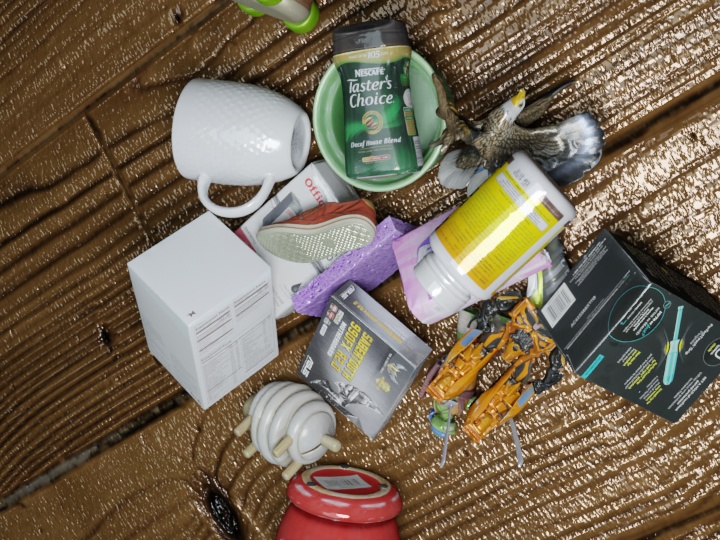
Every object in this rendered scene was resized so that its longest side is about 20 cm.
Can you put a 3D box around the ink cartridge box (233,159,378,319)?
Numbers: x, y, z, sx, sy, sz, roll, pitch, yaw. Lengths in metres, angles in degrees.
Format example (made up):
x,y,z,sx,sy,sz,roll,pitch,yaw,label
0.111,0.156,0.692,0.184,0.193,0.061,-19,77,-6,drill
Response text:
x,y,z,sx,sy,sz,roll,pitch,yaw,label
-0.085,-0.046,1.535,0.199,0.085,0.147,-39,84,20,ink cartridge box

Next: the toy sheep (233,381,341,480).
x,y,z,sx,sy,sz,roll,pitch,yaw,label
-0.104,0.236,1.554,0.198,0.137,0.141,22,107,37,toy sheep

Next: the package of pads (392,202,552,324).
x,y,z,sx,sy,sz,roll,pitch,yaw,label
0.147,-0.023,1.379,0.198,0.075,0.122,-28,59,22,package of pads

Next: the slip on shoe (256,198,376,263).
x,y,z,sx,sy,sz,roll,pitch,yaw,label
-0.060,-0.058,1.451,0.197,0.062,0.074,-11,134,32,slip on shoe

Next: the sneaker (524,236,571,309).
x,y,z,sx,sy,sz,roll,pitch,yaw,label
0.269,0.004,1.421,0.079,0.074,0.204,5,106,10,sneaker

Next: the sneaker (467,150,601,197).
x,y,z,sx,sy,sz,roll,pitch,yaw,label
0.231,-0.136,1.400,0.197,0.073,0.073,-24,111,22,sneaker

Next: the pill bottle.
x,y,z,sx,sy,sz,roll,pitch,yaw,label
0.160,-0.042,1.266,0.200,0.109,0.110,-44,82,13,pill bottle

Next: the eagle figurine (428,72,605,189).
x,y,z,sx,sy,sz,roll,pitch,yaw,label
0.198,-0.182,1.335,0.196,0.150,0.155,2,88,-21,eagle figurine

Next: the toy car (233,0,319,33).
x,y,z,sx,sy,sz,roll,pitch,yaw,label
-0.115,-0.465,1.452,0.155,0.164,0.204,22,93,16,toy car

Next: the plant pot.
x,y,z,sx,sy,sz,roll,pitch,yaw,label
-0.031,0.399,1.522,0.197,0.200,0.187,11,99,19,plant pot

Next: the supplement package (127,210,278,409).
x,y,z,sx,sy,sz,roll,pitch,yaw,label
-0.224,0.059,1.504,0.151,0.150,0.202,39,150,29,supplement package

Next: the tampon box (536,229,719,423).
x,y,z,sx,sy,sz,roll,pitch,yaw,label
0.356,0.072,1.309,0.198,0.127,0.151,26,112,-30,tampon box

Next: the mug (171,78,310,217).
x,y,z,sx,sy,sz,roll,pitch,yaw,label
-0.172,-0.173,1.502,0.172,0.148,0.204,8,72,16,mug

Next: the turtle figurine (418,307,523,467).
x,y,z,sx,sy,sz,roll,pitch,yaw,label
0.171,0.162,1.437,0.141,0.200,0.198,13,99,-13,turtle figurine

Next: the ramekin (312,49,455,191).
x,y,z,sx,sy,sz,roll,pitch,yaw,label
0.040,-0.216,1.452,0.196,0.097,0.205,3,100,20,ramekin

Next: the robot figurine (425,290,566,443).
x,y,z,sx,sy,sz,roll,pitch,yaw,label
0.187,0.120,1.353,0.145,0.058,0.200,45,73,6,robot figurine

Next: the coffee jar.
x,y,z,sx,sy,sz,roll,pitch,yaw,label
0.022,-0.225,1.358,0.102,0.085,0.205,-5,96,21,coffee jar

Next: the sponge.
x,y,z,sx,sy,sz,roll,pitch,yaw,label
0.000,0.000,1.493,0.199,0.111,0.030,-38,67,22,sponge

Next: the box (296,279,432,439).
x,y,z,sx,sy,sz,roll,pitch,yaw,label
0.001,0.133,1.501,0.158,0.048,0.201,40,139,12,box
